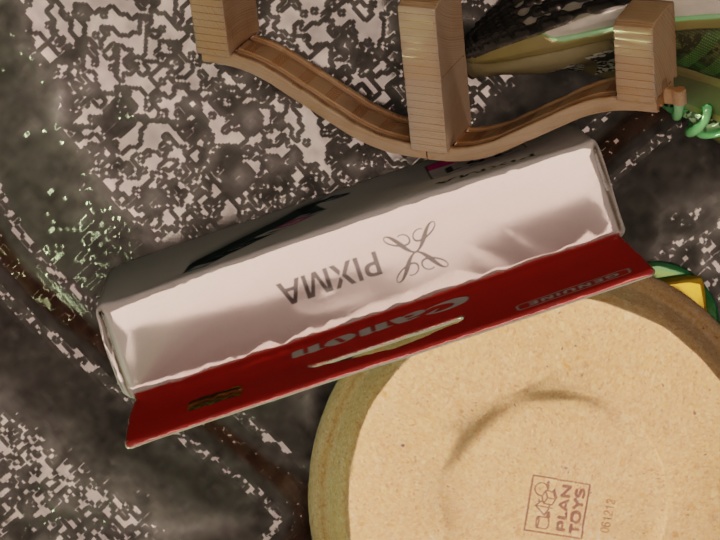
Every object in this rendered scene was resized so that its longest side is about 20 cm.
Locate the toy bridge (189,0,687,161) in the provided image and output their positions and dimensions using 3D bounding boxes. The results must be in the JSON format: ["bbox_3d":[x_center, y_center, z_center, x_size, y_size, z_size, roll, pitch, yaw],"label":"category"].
[{"bbox_3d":[0.030,-0.076,1.047,0.199,0.027,0.068,9,122,24],"label":"toy bridge"}]

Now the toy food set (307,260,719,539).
[{"bbox_3d":[0.078,0.092,1.099,0.197,0.049,0.201,-7,96,-1],"label":"toy food set"}]

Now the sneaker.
[{"bbox_3d":[0.138,-0.077,1.075,0.199,0.077,0.089,-5,109,2],"label":"sneaker"}]

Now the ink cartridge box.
[{"bbox_3d":[0.000,0.000,1.023,0.199,0.174,0.044,-18,98,0],"label":"ink cartridge box"}]
